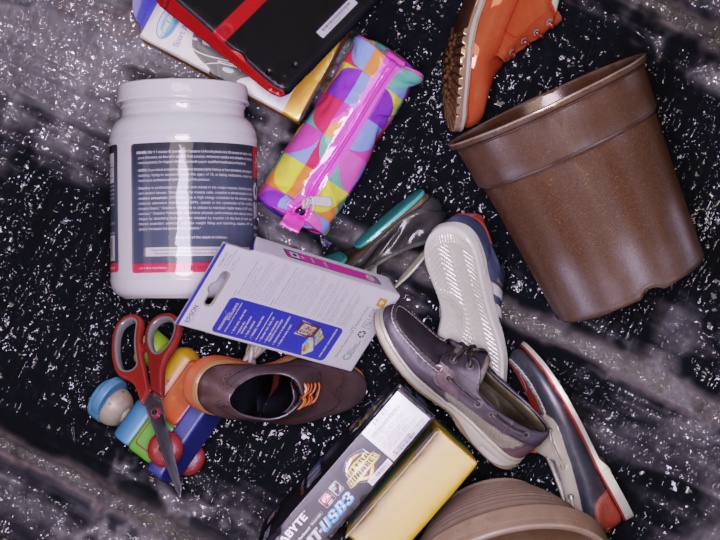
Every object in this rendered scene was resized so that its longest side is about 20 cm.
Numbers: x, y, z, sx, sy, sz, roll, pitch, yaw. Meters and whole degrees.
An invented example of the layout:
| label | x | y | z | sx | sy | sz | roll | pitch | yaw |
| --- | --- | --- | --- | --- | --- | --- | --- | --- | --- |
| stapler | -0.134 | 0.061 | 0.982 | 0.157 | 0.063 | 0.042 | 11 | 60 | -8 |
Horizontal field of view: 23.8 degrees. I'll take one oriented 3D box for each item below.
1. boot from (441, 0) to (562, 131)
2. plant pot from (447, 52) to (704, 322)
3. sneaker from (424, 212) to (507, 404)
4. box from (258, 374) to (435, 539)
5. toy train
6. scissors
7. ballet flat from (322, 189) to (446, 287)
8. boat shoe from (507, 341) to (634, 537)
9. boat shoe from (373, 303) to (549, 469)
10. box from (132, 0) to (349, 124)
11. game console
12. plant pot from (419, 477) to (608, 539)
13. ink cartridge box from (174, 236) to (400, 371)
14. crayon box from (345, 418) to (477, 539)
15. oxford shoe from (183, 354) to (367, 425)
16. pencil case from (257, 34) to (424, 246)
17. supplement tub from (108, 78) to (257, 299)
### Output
| label | x | y | z | sx | sy | sz | roll | pitch | yaw |
| --- | --- | --- | --- | --- | --- | --- | --- | --- | --- |
| boot | 0.139 | -0.225 | 1.642 | 0.107 | 0.075 | 0.200 | 12 | 96 | -14 |
| plant pot | 0.212 | -0.071 | 1.585 | 0.200 | 0.200 | 0.198 | -25 | 97 | 0 |
| sneaker | 0.111 | 0.038 | 1.639 | 0.075 | 0.085 | 0.200 | 3 | 113 | 21 |
| box | -0.014 | 0.186 | 1.569 | 0.050 | 0.200 | 0.199 | 43 | 90 | 0 |
| toy train | -0.165 | 0.093 | 1.641 | 0.116 | 0.085 | 0.200 | 34 | 86 | 17 |
| scissors | -0.198 | 0.126 | 1.591 | 0.073 | 0.014 | 0.200 | -13 | 60 | 14 |
| ballet flat | 0.000 | 0.000 | 1.642 | 0.200 | 0.068 | 0.068 | -32 | 101 | 0 |
| boat shoe | 0.188 | 0.164 | 1.633 | 0.063 | 0.071 | 0.200 | -29 | 93 | 3 |
| boat shoe | 0.096 | 0.098 | 1.584 | 0.065 | 0.072 | 0.200 | -38 | 101 | 28 |
| box | -0.119 | -0.240 | 1.661 | 0.200 | 0.041 | 0.119 | 29 | 89 | 4 |
| game console | -0.079 | -0.280 | 1.629 | 0.177 | 0.031 | 0.200 | 40 | 68 | 3 |
| plant pot | 0.128 | 0.260 | 1.597 | 0.201 | 0.201 | 0.093 | -16 | 49 | 1 |
| ink cartridge box | -0.068 | 0.028 | 1.565 | 0.200 | 0.037 | 0.095 | 16 | 117 | -36 |
| crayon box | 0.045 | 0.201 | 1.567 | 0.052 | 0.200 | 0.126 | 41 | 90 | 2 |
| oxford shoe | -0.065 | 0.117 | 1.592 | 0.200 | 0.073 | 0.071 | 0 | 101 | -39 |
| pencil case | -0.020 | -0.125 | 1.635 | 0.088 | 0.088 | 0.200 | 30 | 89 | 1 |
| supplement tub | -0.166 | -0.073 | 1.606 | 0.140 | 0.140 | 0.200 | 0 | 89 | 1 |
